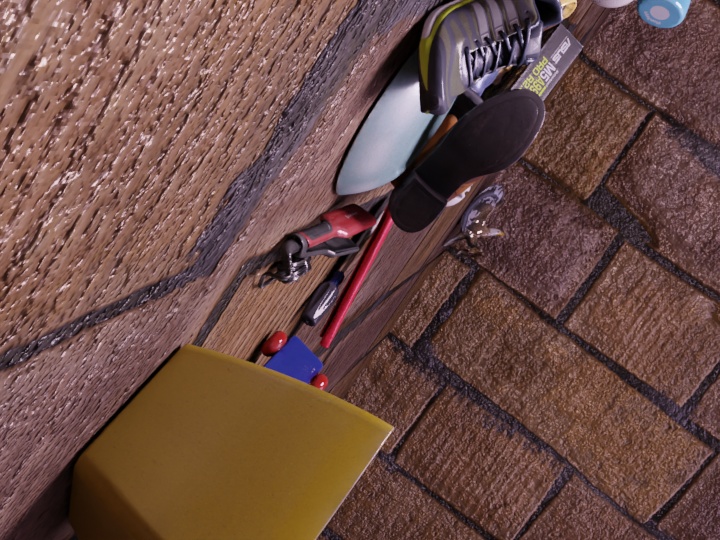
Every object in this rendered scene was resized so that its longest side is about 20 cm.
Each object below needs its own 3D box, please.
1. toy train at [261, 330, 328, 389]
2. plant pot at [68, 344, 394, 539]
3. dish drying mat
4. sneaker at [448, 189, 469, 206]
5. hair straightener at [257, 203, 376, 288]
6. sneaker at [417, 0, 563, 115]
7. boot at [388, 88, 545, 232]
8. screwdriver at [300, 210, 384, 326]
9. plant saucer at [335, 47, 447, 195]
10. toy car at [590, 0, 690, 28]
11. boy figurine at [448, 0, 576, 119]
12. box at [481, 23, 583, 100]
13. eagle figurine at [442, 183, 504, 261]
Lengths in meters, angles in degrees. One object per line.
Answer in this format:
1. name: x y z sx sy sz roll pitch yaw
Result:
1. toy train: -0.129 0.162 1.141 0.116 0.085 0.200 -42 -177 40
2. plant pot: -0.119 0.181 0.827 0.200 0.176 0.200 -50 171 -35
3. dish drying mat: 0.000 0.000 1.300 0.201 0.018 0.077 -63 179 14
4. sneaker: 0.152 -0.177 1.411 0.200 0.080 0.088 -54 166 6
5. hair straightener: -0.044 -0.011 0.981 0.077 0.041 0.200 -57 173 22
6. sneaker: 0.109 -0.197 0.881 0.200 0.081 0.074 -54 150 -36
7. boot: 0.104 -0.128 1.077 0.188 0.068 0.200 -49 -170 16
8. screwdriver: -0.017 -0.010 1.299 0.200 0.028 0.029 -58 147 -28
9. plant saucer: 0.050 -0.144 0.981 0.201 0.039 0.201 -54 174 -8
10. toy car: 0.332 -0.409 1.344 0.200 0.177 0.185 -11 -130 57
11. boy figurine: 0.170 -0.254 1.184 0.200 0.064 0.124 -49 170 -15
12. box: 0.166 -0.201 1.278 0.200 0.044 0.160 -53 -166 -17
13. eagle figurine: 0.322 -0.129 2.811 0.151 0.150 0.201 0 -100 49
